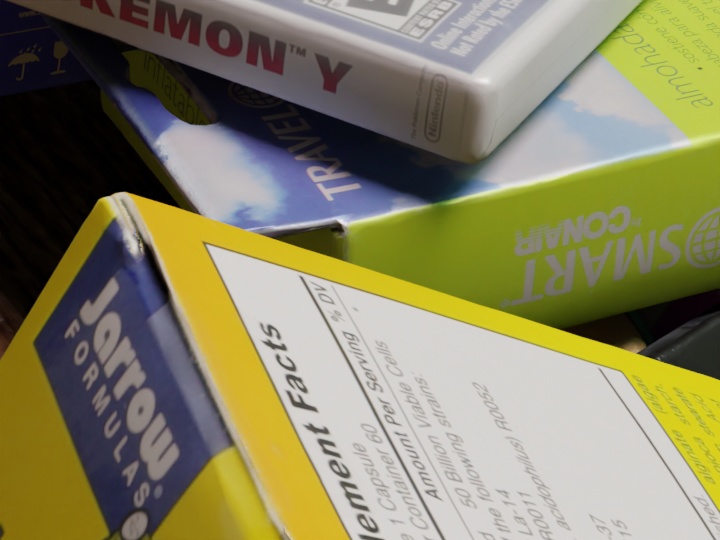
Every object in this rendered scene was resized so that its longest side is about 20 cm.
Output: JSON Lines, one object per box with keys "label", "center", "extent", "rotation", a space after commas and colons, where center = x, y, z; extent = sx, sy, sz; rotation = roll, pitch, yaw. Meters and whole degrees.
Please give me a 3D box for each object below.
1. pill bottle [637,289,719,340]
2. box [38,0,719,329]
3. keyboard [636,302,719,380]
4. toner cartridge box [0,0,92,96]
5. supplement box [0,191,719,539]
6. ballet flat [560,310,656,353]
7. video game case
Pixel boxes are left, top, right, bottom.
{"label": "pill bottle", "center": [0.150, 0.046, 0.718], "extent": [0.200, 0.104, 0.104], "rotation": [36, 23, 4]}
{"label": "box", "center": [0.035, -0.039, 0.640], "extent": [0.199, 0.048, 0.122], "rotation": [-13, 37, -24]}
{"label": "keyboard", "center": [0.119, 0.099, 0.625], "extent": [0.104, 0.040, 0.200], "rotation": [-23, 82, -57]}
{"label": "toner cartridge box", "center": [-0.056, -0.092, 0.701], "extent": [0.199, 0.043, 0.095], "rotation": [-13, 43, -34]}
{"label": "supplement box", "center": [0.029, 0.083, 0.480], "extent": [0.199, 0.110, 0.109], "rotation": [18, 27, -35]}
{"label": "ballet flat", "center": [0.000, 0.000, 0.677], "extent": [0.063, 0.069, 0.200], "rotation": [-2, 32, -32]}
{"label": "video game case", "center": [-0.012, -0.101, 0.657], "extent": [0.182, 0.023, 0.200], "rotation": [20, 35, 19]}
